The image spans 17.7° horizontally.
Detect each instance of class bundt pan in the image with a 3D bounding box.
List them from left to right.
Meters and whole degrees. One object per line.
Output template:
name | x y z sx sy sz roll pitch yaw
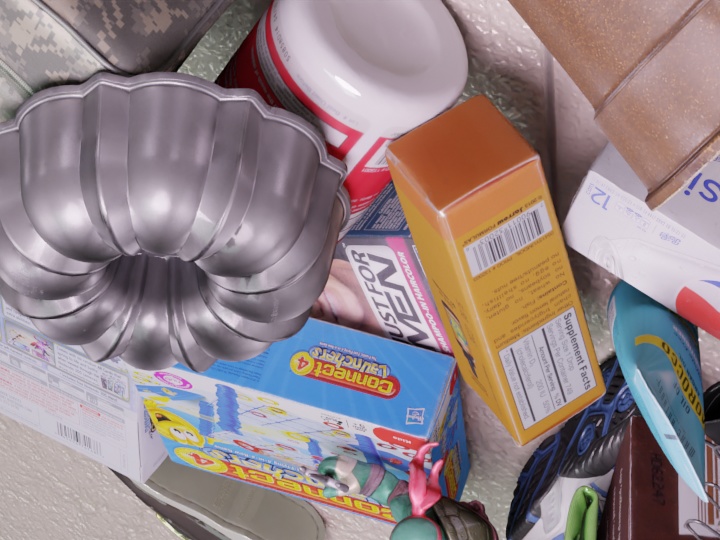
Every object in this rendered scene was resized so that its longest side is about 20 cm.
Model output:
bundt pan | -0.104 -0.012 1.209 0.200 0.076 0.203 1 146 1

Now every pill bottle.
pill bottle | -0.035 -0.075 1.285 0.112 0.112 0.200 40 132 -2

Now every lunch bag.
lunch bag | -0.156 -0.150 1.266 0.139 0.200 0.168 42 137 -9

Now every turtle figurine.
turtle figurine | 0.038 0.178 1.367 0.100 0.151 0.200 -18 157 17

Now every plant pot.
plant pot | 0.133 -0.167 1.022 0.198 0.200 0.200 46 143 1

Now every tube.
tube | 0.157 0.052 1.220 0.050 0.200 0.078 -31 103 13

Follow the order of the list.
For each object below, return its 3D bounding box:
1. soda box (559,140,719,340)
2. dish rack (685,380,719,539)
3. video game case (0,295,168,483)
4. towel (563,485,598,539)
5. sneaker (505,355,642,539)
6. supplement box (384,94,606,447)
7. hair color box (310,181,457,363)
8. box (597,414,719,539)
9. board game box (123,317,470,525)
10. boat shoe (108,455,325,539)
soda box | 0.208 -0.003 1.220 0.199 0.068 0.064 32 143 7
dish rack | 0.213 0.141 1.151 0.054 0.201 0.153 40 148 -25
video game case | -0.216 0.030 1.514 0.199 0.046 0.182 24 141 19
towel | 0.116 0.226 1.362 0.030 0.150 0.200 3 155 2
sneaker | 0.157 0.115 1.397 0.076 0.076 0.200 21 147 -8
supplement box | 0.076 0.004 1.258 0.067 0.068 0.201 51 166 43
hair color box | 0.000 0.000 1.404 0.199 0.061 0.100 1 129 40
box | 0.216 0.211 1.315 0.164 0.165 0.201 5 140 0
board game box | -0.036 0.089 1.450 0.198 0.056 0.196 15 158 12
boat shoe | -0.122 0.160 1.664 0.200 0.072 0.061 34 139 1
